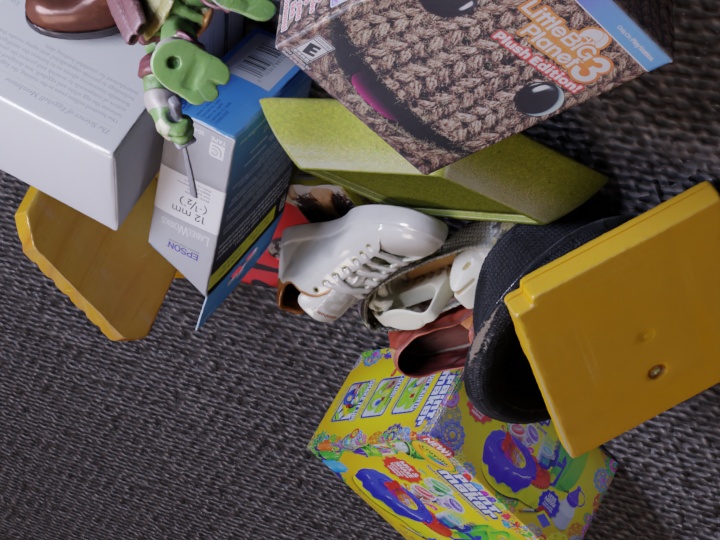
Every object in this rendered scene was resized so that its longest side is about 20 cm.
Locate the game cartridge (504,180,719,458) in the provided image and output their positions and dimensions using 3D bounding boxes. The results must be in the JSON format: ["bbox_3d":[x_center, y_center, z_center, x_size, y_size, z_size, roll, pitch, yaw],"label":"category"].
[{"bbox_3d":[0.210,0.040,1.574,0.032,0.176,0.200,60,177,44],"label":"game cartridge"}]

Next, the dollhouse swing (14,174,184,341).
[{"bbox_3d":[-0.266,-0.041,1.906,0.181,0.176,0.200,-2,139,47],"label":"dollhouse swing"}]

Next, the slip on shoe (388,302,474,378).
[{"bbox_3d":[0.112,0.046,1.735,0.200,0.061,0.074,-16,129,24],"label":"slip on shoe"}]

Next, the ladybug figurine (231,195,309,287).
[{"bbox_3d":[-0.097,-0.037,1.849,0.200,0.072,0.136,11,146,35],"label":"ladybug figurine"}]

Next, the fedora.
[{"bbox_3d":[0.150,0.022,1.618,0.092,0.200,0.201,54,172,42],"label":"fedora"}]

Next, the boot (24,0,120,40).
[{"bbox_3d":[-0.175,-0.263,1.474,0.188,0.069,0.200,-13,143,4],"label":"boot"}]

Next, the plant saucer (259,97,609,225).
[{"bbox_3d":[0.052,-0.078,1.562,0.200,0.048,0.199,5,169,41],"label":"plant saucer"}]

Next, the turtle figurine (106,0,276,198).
[{"bbox_3d":[-0.087,-0.155,1.425,0.194,0.144,0.200,-132,18,-76],"label":"turtle figurine"}]

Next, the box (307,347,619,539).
[{"bbox_3d":[0.096,0.173,1.943,0.200,0.122,0.192,44,149,-22],"label":"box"}]

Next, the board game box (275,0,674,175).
[{"bbox_3d":[0.074,-0.172,1.320,0.200,0.097,0.159,-25,134,34],"label":"board game box"}]

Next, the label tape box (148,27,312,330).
[{"bbox_3d":[-0.107,-0.073,1.658,0.066,0.143,0.200,26,131,11],"label":"label tape box"}]

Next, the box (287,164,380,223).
[{"bbox_3d":[0.019,-0.022,1.778,0.075,0.050,0.200,1,140,45],"label":"box"}]

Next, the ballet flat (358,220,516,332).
[{"bbox_3d":[0.077,0.009,1.690,0.200,0.072,0.072,-21,124,36],"label":"ballet flat"}]

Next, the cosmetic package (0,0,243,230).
[{"bbox_3d":[-0.223,-0.174,1.615,0.199,0.200,0.123,28,152,10],"label":"cosmetic package"}]

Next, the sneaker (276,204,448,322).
[{"bbox_3d":[0.000,0.000,1.677,0.073,0.085,0.200,21,161,-29],"label":"sneaker"}]
